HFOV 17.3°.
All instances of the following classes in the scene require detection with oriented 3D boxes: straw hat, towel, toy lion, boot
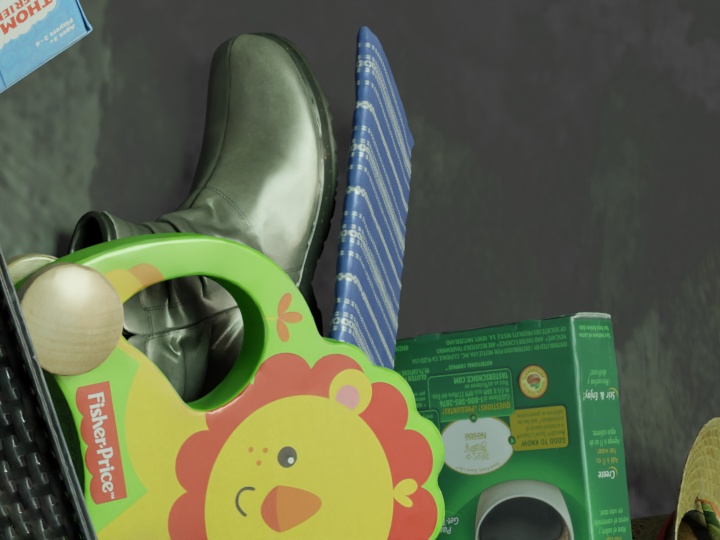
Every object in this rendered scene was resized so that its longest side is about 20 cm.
[{"bbox_3d":[0.174,0.180,1.351,0.201,0.085,0.202,14,74,-62],"label":"straw hat"},{"bbox_3d":[0.000,0.000,1.169,0.145,0.024,0.201,68,26,-70],"label":"towel"},{"bbox_3d":[-0.055,0.079,1.034,0.191,0.069,0.201,-12,99,-24],"label":"toy lion"},{"bbox_3d":[-0.077,-0.018,1.094,0.130,0.068,0.201,4,83,-47],"label":"boot"}]

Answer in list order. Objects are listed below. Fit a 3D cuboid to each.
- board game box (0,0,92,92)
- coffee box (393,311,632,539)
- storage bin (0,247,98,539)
[{"bbox_3d":[-0.193,-0.124,0.880,0.151,0.037,0.200,-36,143,-16],"label":"board game box"},{"bbox_3d":[0.078,0.128,1.216,0.044,0.123,0.201,2,81,-53],"label":"coffee box"},{"bbox_3d":[-0.177,0.086,0.896,0.135,0.093,0.201,-52,127,-72],"label":"storage bin"}]
